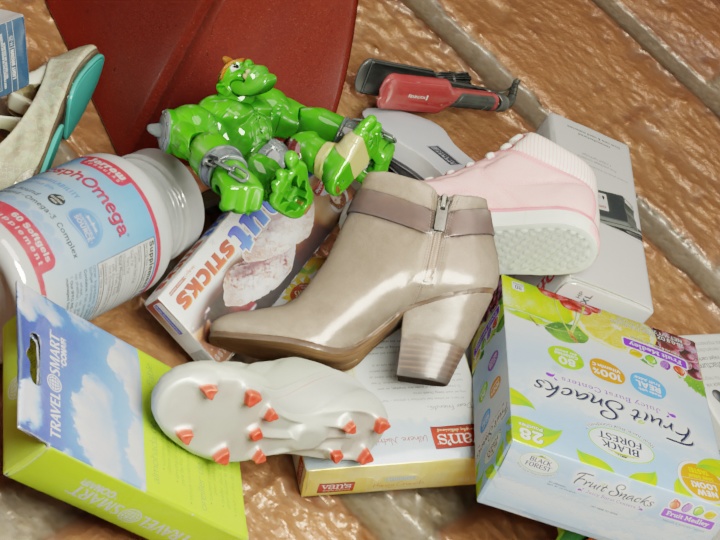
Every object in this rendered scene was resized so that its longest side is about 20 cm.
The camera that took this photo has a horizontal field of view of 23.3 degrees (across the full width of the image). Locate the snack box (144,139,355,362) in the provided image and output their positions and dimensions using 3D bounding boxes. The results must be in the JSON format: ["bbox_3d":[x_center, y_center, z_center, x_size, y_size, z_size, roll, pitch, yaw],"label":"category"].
[{"bbox_3d":[-0.078,-0.017,1.308,0.072,0.024,0.200,49,53,-15],"label":"snack box"}]

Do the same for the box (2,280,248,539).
[{"bbox_3d":[-0.159,0.102,1.130,0.200,0.048,0.122,34,33,-40],"label":"box"}]

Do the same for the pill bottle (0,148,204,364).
[{"bbox_3d":[-0.204,-0.019,1.229,0.109,0.109,0.200,44,40,12],"label":"pill bottle"}]

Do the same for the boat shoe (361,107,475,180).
[{"bbox_3d":[0.057,-0.078,1.507,0.072,0.068,0.200,-5,31,-35],"label":"boat shoe"}]

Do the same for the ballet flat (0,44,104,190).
[{"bbox_3d":[-0.250,-0.118,1.335,0.062,0.068,0.200,19,40,-4],"label":"ballet flat"}]

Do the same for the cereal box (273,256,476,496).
[{"bbox_3d":[0.008,0.074,1.311,0.143,0.040,0.200,-2,50,-15],"label":"cereal box"}]

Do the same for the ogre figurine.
[{"bbox_3d":[-0.070,-0.091,1.265,0.120,0.098,0.200,29,46,23],"label":"ogre figurine"}]

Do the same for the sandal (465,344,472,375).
[{"bbox_3d":[0.135,0.132,1.349,0.206,0.059,0.079,27,56,11],"label":"sandal"}]

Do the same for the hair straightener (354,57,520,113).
[{"bbox_3d":[0.071,-0.178,1.620,0.200,0.041,0.077,-6,33,-41],"label":"hair straightener"}]

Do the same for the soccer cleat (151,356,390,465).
[{"bbox_3d":[-0.067,0.090,1.181,0.200,0.069,0.078,13,24,-42],"label":"soccer cleat"}]

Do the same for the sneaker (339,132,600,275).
[{"bbox_3d":[0.089,-0.053,1.347,0.200,0.075,0.105,3,47,13],"label":"sneaker"}]

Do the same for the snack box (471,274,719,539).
[{"bbox_3d":[0.169,0.106,1.264,0.168,0.068,0.200,18,34,-11],"label":"snack box"}]

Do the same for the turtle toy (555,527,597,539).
[{"bbox_3d":[0.218,0.244,1.261,0.200,0.101,0.146,45,40,13],"label":"turtle toy"}]

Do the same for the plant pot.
[{"bbox_3d":[-0.113,-0.220,1.445,0.200,0.176,0.200,-3,52,-38],"label":"plant pot"}]

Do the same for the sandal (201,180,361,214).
[{"bbox_3d":[-0.042,-0.048,1.415,0.200,0.082,0.055,5,69,-41],"label":"sandal"}]

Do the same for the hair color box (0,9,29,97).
[{"bbox_3d":[-0.345,-0.141,1.264,0.100,0.061,0.200,16,30,29],"label":"hair color box"}]

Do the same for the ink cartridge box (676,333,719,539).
[{"bbox_3d":[0.328,0.154,1.444,0.144,0.084,0.200,-1,51,-37],"label":"ink cartridge box"}]

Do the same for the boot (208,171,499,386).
[{"bbox_3d":[0.000,0.000,1.261,0.199,0.070,0.147,10,77,-6],"label":"boot"}]

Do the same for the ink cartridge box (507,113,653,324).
[{"bbox_3d":[0.161,-0.005,1.441,0.084,0.145,0.200,20,41,-18],"label":"ink cartridge box"}]
